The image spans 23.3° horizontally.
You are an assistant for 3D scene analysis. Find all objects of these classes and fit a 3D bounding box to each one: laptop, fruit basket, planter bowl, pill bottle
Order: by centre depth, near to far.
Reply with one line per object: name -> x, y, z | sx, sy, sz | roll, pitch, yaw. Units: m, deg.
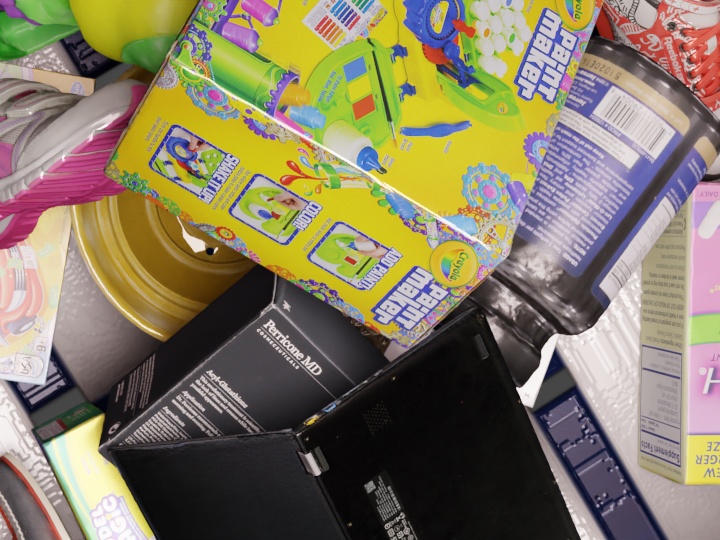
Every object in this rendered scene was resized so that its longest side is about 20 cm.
laptop -> -0.003, 0.136, 1.003 | 0.200, 0.116, 0.188 | -33, 116, -18
pill bottle -> 0.122, -0.033, 1.063 | 0.112, 0.112, 0.200 | 38, 86, -8
fruit basket -> -0.140, -0.188, 1.067 | 0.215, 0.156, 0.216 | 0, 74, 0
planter bowl -> -0.087, -0.048, 1.124 | 0.200, 0.083, 0.201 | 0, 92, -10

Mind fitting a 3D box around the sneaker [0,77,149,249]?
sneaker -> -0.199, -0.077, 1.034 | 0.200, 0.081, 0.088 | -22, 78, 34

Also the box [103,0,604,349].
box -> 0.002, -0.103, 0.929 | 0.192, 0.122, 0.200 | 30, 55, -8

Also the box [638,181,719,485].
box -> 0.287, 0.040, 1.180 | 0.175, 0.097, 0.201 | 1, 92, -9

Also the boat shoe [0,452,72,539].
boat shoe -> -0.194, 0.207, 1.095 | 0.062, 0.071, 0.200 | -29, 73, -11

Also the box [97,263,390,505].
box -> -0.033, 0.110, 1.035 | 0.141, 0.079, 0.200 | -38, 111, 18

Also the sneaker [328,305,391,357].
sneaker -> 0.000, 0.000, 1.070 | 0.070, 0.076, 0.200 | 34, 109, -15

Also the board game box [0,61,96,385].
board game box -> -0.252, -0.035, 1.122 | 0.134, 0.034, 0.201 | 9, 90, -9

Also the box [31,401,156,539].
box -> -0.143, 0.184, 1.104 | 0.048, 0.117, 0.200 | -28, 96, -13

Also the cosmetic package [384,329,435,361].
cosmetic package -> -0.038, 0.089, 1.142 | 0.199, 0.071, 0.102 | -22, 95, -8

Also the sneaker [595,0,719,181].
sneaker -> 0.215, -0.157, 1.151 | 0.067, 0.108, 0.202 | -31, 95, -28

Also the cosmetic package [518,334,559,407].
cosmetic package -> 0.118, -0.014, 1.159 | 0.051, 0.083, 0.201 | 21, 88, -10
